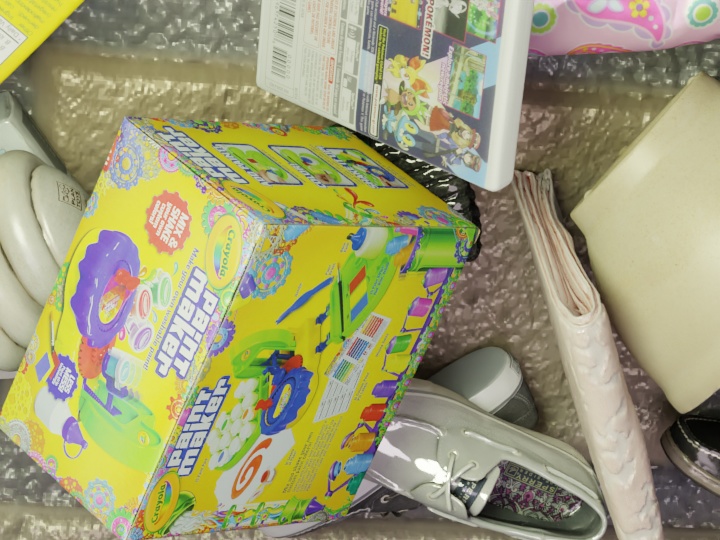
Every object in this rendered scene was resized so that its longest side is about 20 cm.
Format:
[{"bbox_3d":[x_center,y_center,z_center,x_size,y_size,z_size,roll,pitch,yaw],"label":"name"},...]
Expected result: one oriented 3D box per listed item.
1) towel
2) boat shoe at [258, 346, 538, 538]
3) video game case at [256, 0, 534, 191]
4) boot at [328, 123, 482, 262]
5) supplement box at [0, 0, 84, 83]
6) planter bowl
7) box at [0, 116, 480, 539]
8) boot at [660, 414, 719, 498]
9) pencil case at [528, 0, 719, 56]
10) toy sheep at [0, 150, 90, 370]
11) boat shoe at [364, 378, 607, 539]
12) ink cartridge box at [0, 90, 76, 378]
[{"bbox_3d":[0.142,0.060,1.786,0.032,0.191,0.201,-17,122,3],"label":"towel"},{"bbox_3d":[0.026,0.125,1.882,0.199,0.070,0.066,-33,118,2],"label":"boat shoe"},{"bbox_3d":[0.021,-0.166,1.663,0.023,0.182,0.201,-28,134,-45],"label":"video game case"},{"bbox_3d":[0.000,0.001,1.794,0.157,0.080,0.212,-11,121,-2],"label":"boot"},{"bbox_3d":[-0.223,-0.179,1.637,0.200,0.110,0.109,-42,117,15],"label":"supplement box"},{"bbox_3d":[0.212,-0.032,1.758,0.135,0.200,0.200,42,109,1],"label":"planter bowl"},{"bbox_3d":[-0.068,0.032,1.645,0.192,0.122,0.201,0,121,-52],"label":"box"},{"bbox_3d":[0.306,0.087,1.894,0.199,0.073,0.151,16,118,-21],"label":"boot"},{"bbox_3d":[0.136,-0.171,1.710,0.199,0.088,0.088,-3,121,-8],"label":"pencil case"},{"bbox_3d":[-0.212,-0.003,1.672,0.199,0.138,0.138,-26,121,9],"label":"toy sheep"},{"bbox_3d":[0.066,0.126,1.816,0.199,0.069,0.072,26,105,-25],"label":"boat shoe"},{"bbox_3d":[-0.251,0.007,1.778,0.199,0.047,0.160,-31,120,8],"label":"ink cartridge box"}]
